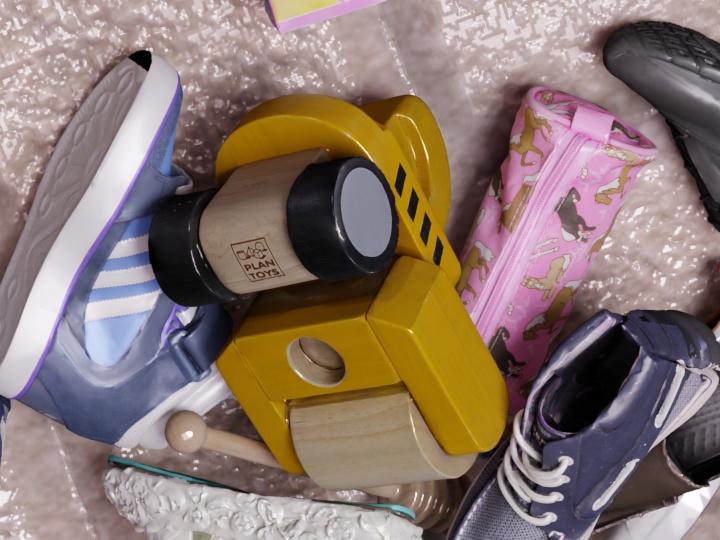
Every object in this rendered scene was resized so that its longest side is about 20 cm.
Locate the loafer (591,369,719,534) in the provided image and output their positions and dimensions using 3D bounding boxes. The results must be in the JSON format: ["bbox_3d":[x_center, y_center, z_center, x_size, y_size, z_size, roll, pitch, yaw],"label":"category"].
[{"bbox_3d":[0.156,0.090,1.025,0.199,0.071,0.073,-30,91,14],"label":"loafer"}]

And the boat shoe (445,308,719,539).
[{"bbox_3d":[0.094,0.096,0.974,0.201,0.075,0.092,-53,150,15],"label":"boat shoe"}]

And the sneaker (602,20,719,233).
[{"bbox_3d":[0.208,-0.062,1.039,0.199,0.076,0.091,30,110,-15],"label":"sneaker"}]

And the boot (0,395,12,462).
[{"bbox_3d":[-0.243,0.147,1.030,0.072,0.090,0.202,17,106,-14],"label":"boot"}]

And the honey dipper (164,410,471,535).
[{"bbox_3d":[-0.023,0.108,1.048,0.199,0.038,0.038,19,106,-33],"label":"honey dipper"}]

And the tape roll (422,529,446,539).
[{"bbox_3d":[0.002,0.255,1.080,0.200,0.139,0.205,-3,110,-8],"label":"tape roll"}]

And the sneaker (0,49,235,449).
[{"bbox_3d":[-0.102,-0.001,1.015,0.146,0.081,0.201,23,97,-28],"label":"sneaker"}]

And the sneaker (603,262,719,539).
[{"bbox_3d":[0.179,0.083,1.094,0.084,0.073,0.201,32,101,2],"label":"sneaker"}]

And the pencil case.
[{"bbox_3d":[0.086,0.000,1.028,0.082,0.087,0.201,16,108,-30],"label":"pencil case"}]

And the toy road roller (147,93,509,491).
[{"bbox_3d":[0.000,0.000,0.981,0.122,0.146,0.201,-10,121,34],"label":"toy road roller"}]

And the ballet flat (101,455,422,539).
[{"bbox_3d":[-0.062,0.143,1.016,0.198,0.072,0.073,7,113,28],"label":"ballet flat"}]

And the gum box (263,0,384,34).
[{"bbox_3d":[0.033,-0.208,0.960,0.198,0.066,0.115,-18,110,-2],"label":"gum box"}]
